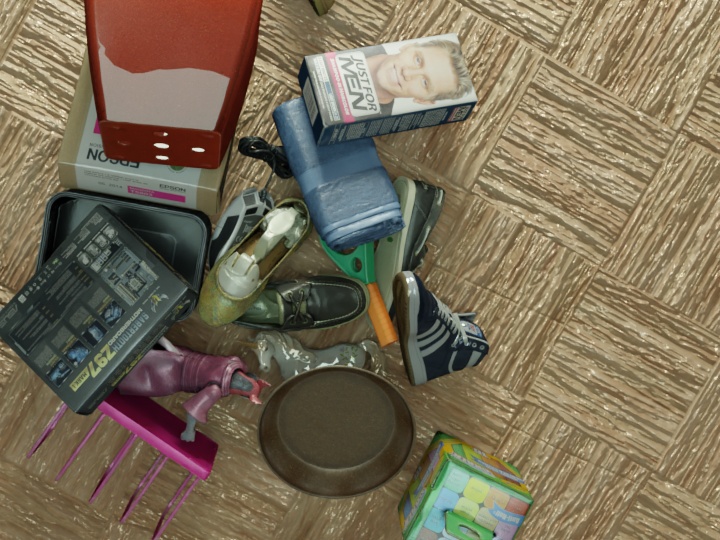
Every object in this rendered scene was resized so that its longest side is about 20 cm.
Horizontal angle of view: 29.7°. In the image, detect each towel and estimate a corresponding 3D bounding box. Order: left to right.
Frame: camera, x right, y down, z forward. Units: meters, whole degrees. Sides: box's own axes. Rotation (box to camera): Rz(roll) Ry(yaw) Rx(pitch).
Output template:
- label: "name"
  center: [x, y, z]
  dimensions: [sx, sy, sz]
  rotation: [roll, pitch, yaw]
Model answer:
- label: "towel"
  center: [-0.029, -0.126, 1.682]
  dimensions: [0.111, 0.049, 0.200]
  rotation: [-18, 75, -16]

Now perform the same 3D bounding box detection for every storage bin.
- label: "storage bin"
  center: [-0.295, -0.021, 1.702]
  dimensions: [0.199, 0.094, 0.136]
  rotation: [10, 96, -3]

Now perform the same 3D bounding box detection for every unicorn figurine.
- label: "unicorn figurine"
  center: [-0.060, 0.133, 1.745]
  dimensions: [0.199, 0.074, 0.138]
  rotation: [-12, 96, -17]

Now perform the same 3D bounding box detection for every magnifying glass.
- label: "magnifying glass"
  center: [0.000, 0.000, 1.712]
  dimensions: [0.080, 0.022, 0.200]
  rotation: [-30, 79, 39]

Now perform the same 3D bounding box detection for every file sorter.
- label: "file sorter"
  center: [-0.299, 0.229, 1.705]
  dimensions: [0.200, 0.139, 0.126]
  rotation: [35, 95, -5]

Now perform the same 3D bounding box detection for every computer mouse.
- label: "computer mouse"
  center: [-0.147, -0.072, 1.711]
  dimensions: [0.044, 0.110, 0.200]
  rotation: [32, 102, 31]

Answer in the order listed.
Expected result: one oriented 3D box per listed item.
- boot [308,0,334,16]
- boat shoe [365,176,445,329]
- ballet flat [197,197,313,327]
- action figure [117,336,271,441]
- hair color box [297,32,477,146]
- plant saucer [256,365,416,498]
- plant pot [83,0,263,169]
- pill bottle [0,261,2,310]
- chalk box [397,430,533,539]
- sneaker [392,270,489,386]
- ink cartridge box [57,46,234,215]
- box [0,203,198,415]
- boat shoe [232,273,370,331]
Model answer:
- label: "boot"
  center: [0.007, -0.429, 1.685]
  dimensions: [0.199, 0.066, 0.176]
  rotation: [-19, 97, -1]
- label: "boat shoe"
  center: [0.056, -0.017, 1.730]
  dimensions: [0.067, 0.072, 0.201]
  rotation: [9, 104, -32]
- label: "ballet flat"
  center: [-0.128, -0.017, 1.673]
  dimensions: [0.071, 0.071, 0.200]
  rotation: [44, 68, -6]
- label: "action figure"
  center: [-0.202, 0.119, 1.681]
  dimensions: [0.199, 0.134, 0.149]
  rotation: [7, 128, 20]
- label: "hair color box"
  center: [0.033, -0.223, 1.670]
  dimensions: [0.199, 0.061, 0.100]
  rotation: [-12, 73, -16]
- label: "plant saucer"
  center: [-0.030, 0.197, 1.712]
  dimensions: [0.200, 0.037, 0.201]
  rotation: [0, 117, 0]
- label: "plant pot"
  center: [-0.220, -0.223, 1.553]
  dimensions: [0.199, 0.200, 0.177]
  rotation: [6, 76, -6]
- label: "pill bottle"
  center: [-0.511, 0.078, 1.689]
  dimensions: [0.119, 0.120, 0.201]
  rotation: [13, 96, -4]
- label: "chalk box"
  center: [0.130, 0.298, 1.698]
  dimensions: [0.124, 0.200, 0.124]
  rotation: [27, 94, -5]
- label: "sneaker"
  center: [0.102, 0.063, 1.701]
  dimensions: [0.108, 0.070, 0.200]
  rotation: [-13, 139, -4]
- label: "ink cartridge box"
  center: [-0.256, -0.172, 1.667]
  dimensions: [0.199, 0.075, 0.165]
  rotation: [10, 69, -4]
- label: "box"
  center: [-0.315, 0.047, 1.607]
  dimensions: [0.158, 0.051, 0.200]
  rotation: [41, 89, 15]
- label: "boat shoe"
  center: [-0.089, 0.046, 1.704]
  dimensions: [0.200, 0.066, 0.072]
  rotation: [-3, 99, 18]
